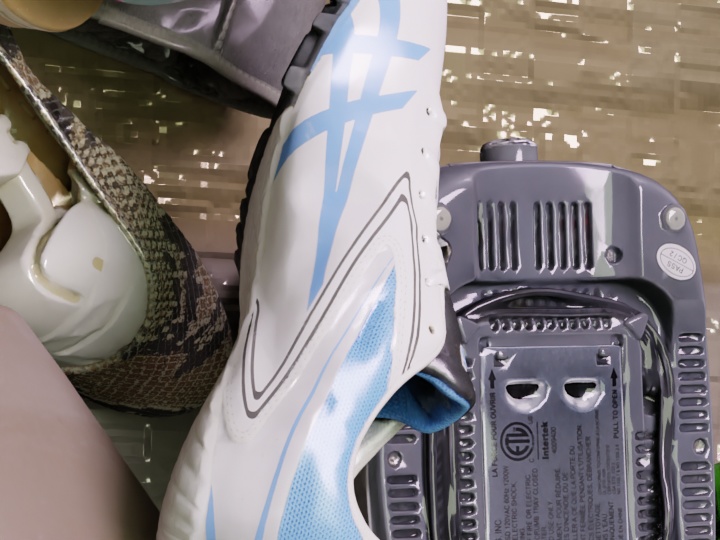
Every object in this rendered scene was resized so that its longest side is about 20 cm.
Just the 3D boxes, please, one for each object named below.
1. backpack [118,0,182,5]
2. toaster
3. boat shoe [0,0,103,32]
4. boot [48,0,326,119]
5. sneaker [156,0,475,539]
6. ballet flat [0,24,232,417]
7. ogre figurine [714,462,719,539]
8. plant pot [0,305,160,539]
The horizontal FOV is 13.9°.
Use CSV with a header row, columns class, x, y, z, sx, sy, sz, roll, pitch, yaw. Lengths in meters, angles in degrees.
class,x,y,z,sx,sy,sz,roll,pitch,yaw
backpack,-0.014,-0.160,0.803,0.167,0.127,0.200,47,52,-12
toaster,0.031,0.064,0.883,0.113,0.129,0.200,-2,87,-26
boat shoe,-0.104,-0.160,0.856,0.074,0.069,0.200,25,61,-52
boot,-0.002,-0.143,0.913,0.182,0.073,0.200,16,73,-11
sneaker,0.000,0.000,0.784,0.072,0.072,0.200,15,65,-5
ballet flat,-0.109,-0.029,0.847,0.068,0.075,0.200,-31,103,13
ogre figurine,0.123,0.133,0.942,0.120,0.098,0.200,26,83,-33
plant pot,-0.117,0.109,0.786,0.200,0.200,0.174,-16,78,-27
